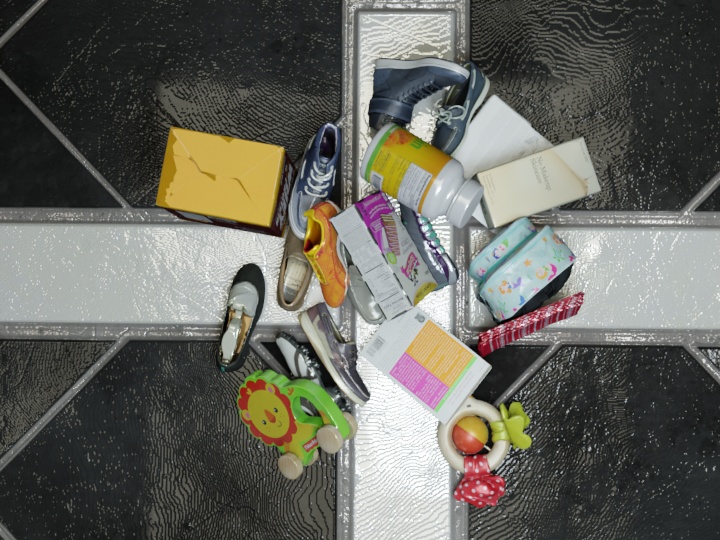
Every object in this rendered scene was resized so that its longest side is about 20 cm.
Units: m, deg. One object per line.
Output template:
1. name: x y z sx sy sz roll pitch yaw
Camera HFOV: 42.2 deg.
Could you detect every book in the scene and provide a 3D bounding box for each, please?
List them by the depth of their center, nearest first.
1. book: 0.114 0.159 1.651 0.199 0.048 0.134 39 89 17

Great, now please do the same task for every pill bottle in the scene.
1. pill bottle: 0.107 -0.158 1.595 0.199 0.111 0.112 32 88 13

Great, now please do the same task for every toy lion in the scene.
1. toy lion: -0.125 0.250 1.618 0.193 0.068 0.200 54 131 3

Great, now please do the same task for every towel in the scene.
1. towel: 0.293 0.097 1.618 0.198 0.145 0.023 -23 74 1

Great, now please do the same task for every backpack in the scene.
1. backpack: 0.277 0.002 1.597 0.177 0.200 0.151 -40 86 0

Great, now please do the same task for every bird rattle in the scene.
1. bird rattle: 0.212 0.310 1.649 0.162 0.112 0.201 35 98 18

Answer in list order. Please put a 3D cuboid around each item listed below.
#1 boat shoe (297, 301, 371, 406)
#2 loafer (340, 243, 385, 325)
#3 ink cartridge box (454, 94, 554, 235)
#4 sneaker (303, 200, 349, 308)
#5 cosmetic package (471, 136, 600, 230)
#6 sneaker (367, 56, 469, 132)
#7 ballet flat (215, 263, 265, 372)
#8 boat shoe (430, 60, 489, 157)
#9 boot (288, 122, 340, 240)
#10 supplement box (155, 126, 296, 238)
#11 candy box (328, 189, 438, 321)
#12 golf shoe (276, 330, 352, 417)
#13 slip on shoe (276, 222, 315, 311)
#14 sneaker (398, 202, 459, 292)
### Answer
1. boat shoe: -0.036 0.147 1.662 0.065 0.072 0.201 -36 80 6
2. loafer: 0.000 0.000 1.669 0.069 0.070 0.202 -20 87 -3
3. ink cartridge box: 0.244 -0.186 1.689 0.173 0.044 0.201 39 88 -1
4. sneaker: -0.068 -0.024 1.638 0.077 0.073 0.202 -25 119 -33
5. cosmetic package: 0.305 -0.151 1.633 0.198 0.073 0.105 -20 89 -2
6. sneaker: 0.097 -0.299 1.651 0.201 0.077 0.148 9 84 41
7. ballet flat: -0.215 0.085 1.672 0.067 0.068 0.203 12 87 3
8. boat shoe: 0.167 -0.281 1.664 0.062 0.074 0.201 38 77 -40
9. boot: -0.080 -0.159 1.649 0.072 0.090 0.203 10 73 -12
10. supplement box: -0.226 -0.147 1.620 0.195 0.200 0.135 10 87 2
11. candy box: 0.042 -0.029 1.597 0.061 0.136 0.201 -28 93 28
12. golf shoe: -0.103 0.202 1.658 0.094 0.078 0.201 -37 85 -1
13. slip on shoe: -0.109 -0.026 1.679 0.075 0.061 0.202 17 87 3
14. sneaker: 0.097 -0.051 1.671 0.087 0.074 0.202 -29 87 5
